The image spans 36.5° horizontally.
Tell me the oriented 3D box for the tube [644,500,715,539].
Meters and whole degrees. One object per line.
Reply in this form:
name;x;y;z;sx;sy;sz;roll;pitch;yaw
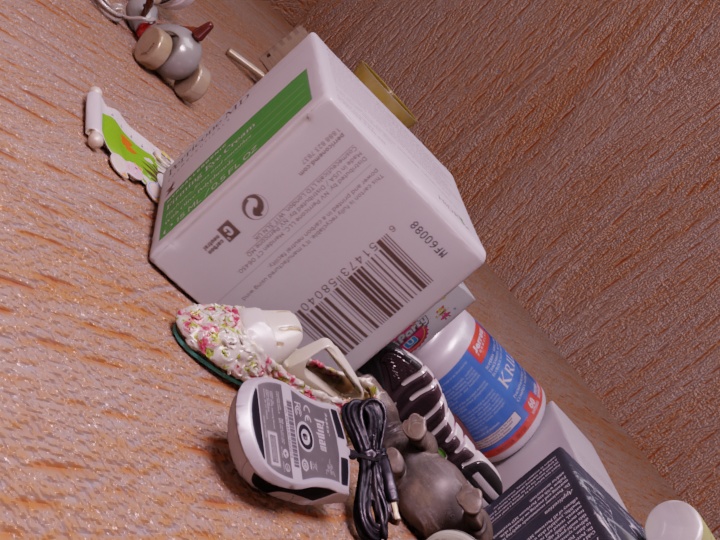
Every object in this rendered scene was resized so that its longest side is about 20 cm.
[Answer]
tube;0.310;0.263;0.994;0.200;0.051;0.059;46;49;-48

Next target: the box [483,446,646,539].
box;0.215;0.297;0.943;0.200;0.124;0.197;44;12;-22

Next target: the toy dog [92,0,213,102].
toy dog;-0.241;-0.309;1.379;0.201;0.096;0.132;52;11;23

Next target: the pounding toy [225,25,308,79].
pounding toy;-0.115;-0.339;2.002;0.185;0.142;0.200;53;1;25

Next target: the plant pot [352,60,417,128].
plant pot;0.022;-0.384;2.646;0.200;0.142;0.200;45;11;-11

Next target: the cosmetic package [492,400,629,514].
cosmetic package;0.205;0.236;1.159;0.081;0.113;0.200;44;13;-11

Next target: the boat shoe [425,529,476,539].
boat shoe;0.103;0.262;0.747;0.201;0.074;0.062;52;5;-2

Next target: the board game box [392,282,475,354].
board game box;0.000;0.000;1.085;0.064;0.147;0.201;39;13;-47

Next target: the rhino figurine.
rhino figurine;0.042;0.159;0.898;0.201;0.059;0.088;53;-9;30

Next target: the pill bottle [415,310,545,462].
pill bottle;0.104;0.110;1.208;0.200;0.112;0.112;44;11;-20

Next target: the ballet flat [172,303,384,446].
ballet flat;-0.055;0.068;0.832;0.200;0.064;0.076;39;14;-40

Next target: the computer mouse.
computer mouse;-0.037;0.121;0.736;0.199;0.043;0.111;32;44;-54

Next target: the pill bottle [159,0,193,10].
pill bottle;-0.311;-0.454;1.582;0.117;0.116;0.200;50;9;15

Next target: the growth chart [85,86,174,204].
growth chart;-0.186;-0.093;1.027;0.200;0.018;0.145;39;14;-38

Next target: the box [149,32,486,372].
box;-0.038;-0.047;0.923;0.200;0.199;0.172;43;16;-23

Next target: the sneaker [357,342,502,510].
sneaker;0.052;0.138;1.033;0.201;0.075;0.116;56;2;-17
